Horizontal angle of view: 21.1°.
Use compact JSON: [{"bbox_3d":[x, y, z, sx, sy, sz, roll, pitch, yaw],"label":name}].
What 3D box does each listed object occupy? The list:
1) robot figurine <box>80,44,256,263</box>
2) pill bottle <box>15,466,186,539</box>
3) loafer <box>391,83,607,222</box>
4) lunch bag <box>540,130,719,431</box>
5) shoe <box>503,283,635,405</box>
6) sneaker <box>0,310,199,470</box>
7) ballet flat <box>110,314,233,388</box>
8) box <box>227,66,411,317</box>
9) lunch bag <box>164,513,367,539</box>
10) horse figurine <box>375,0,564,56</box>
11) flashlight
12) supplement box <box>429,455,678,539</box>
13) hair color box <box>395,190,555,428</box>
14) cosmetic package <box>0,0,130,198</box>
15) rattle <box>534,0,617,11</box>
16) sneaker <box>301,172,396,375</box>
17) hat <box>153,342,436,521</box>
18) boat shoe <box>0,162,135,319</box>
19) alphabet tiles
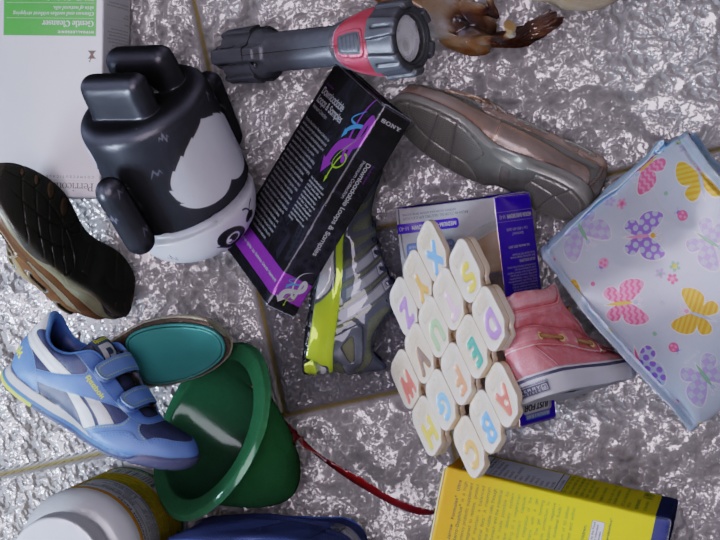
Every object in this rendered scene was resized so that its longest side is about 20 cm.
[{"bbox_3d":[-0.168,-0.101,1.700,0.150,0.125,0.201,-28,122,-7],"label":"robot figurine"},{"bbox_3d":[-0.235,0.243,1.718,0.112,0.200,0.114,1,93,12],"label":"pill bottle"},{"bbox_3d":[0.123,-0.113,1.701,0.199,0.072,0.063,29,57,8],"label":"loafer"},{"bbox_3d":[0.277,0.002,1.636,0.170,0.127,0.200,-43,94,13],"label":"lunch bag"},{"bbox_3d":[0.171,0.060,1.627,0.071,0.200,0.091,-20,81,25],"label":"shoe"},{"bbox_3d":[-0.223,0.109,1.706,0.199,0.074,0.083,29,98,13],"label":"sneaker"},{"bbox_3d":[-0.206,0.077,1.772,0.199,0.062,0.068,-17,108,15],"label":"ballet flat"},{"bbox_3d":[-0.039,-0.074,1.696,0.036,0.143,0.201,26,101,-26],"label":"box"},{"bbox_3d":[-0.077,0.288,1.721,0.199,0.132,0.137,1,97,17],"label":"lunch bag"},{"bbox_3d":[0.072,-0.232,1.681,0.199,0.133,0.050,24,80,-3],"label":"horse figurine"},{"bbox_3d":[-0.032,-0.196,1.690,0.199,0.068,0.068,-1,49,39],"label":"flashlight"},{"bbox_3d":[0.166,0.236,1.678,0.199,0.109,0.110,12,95,12],"label":"supplement box"},{"bbox_3d":[0.100,0.037,1.688,0.109,0.065,0.201,-6,93,37],"label":"hair color box"},{"bbox_3d":[-0.271,-0.166,1.766,0.107,0.085,0.201,1,92,10],"label":"cosmetic package"},{"bbox_3d":[0.208,-0.292,1.686,0.199,0.143,0.131,-17,89,-21],"label":"rattle"},{"bbox_3d":[0.000,0.000,1.731,0.080,0.074,0.201,10,96,-6],"label":"sneaker"},{"bbox_3d":[-0.069,0.181,1.758,0.176,0.200,0.166,28,111,-32],"label":"hat"},{"bbox_3d":[-0.285,-0.016,1.737,0.074,0.200,0.076,-10,48,30],"label":"boat shoe"},{"bbox_3d":[0.075,0.066,1.616,0.015,0.200,0.196,-9,57,-27],"label":"alphabet tiles"}]
